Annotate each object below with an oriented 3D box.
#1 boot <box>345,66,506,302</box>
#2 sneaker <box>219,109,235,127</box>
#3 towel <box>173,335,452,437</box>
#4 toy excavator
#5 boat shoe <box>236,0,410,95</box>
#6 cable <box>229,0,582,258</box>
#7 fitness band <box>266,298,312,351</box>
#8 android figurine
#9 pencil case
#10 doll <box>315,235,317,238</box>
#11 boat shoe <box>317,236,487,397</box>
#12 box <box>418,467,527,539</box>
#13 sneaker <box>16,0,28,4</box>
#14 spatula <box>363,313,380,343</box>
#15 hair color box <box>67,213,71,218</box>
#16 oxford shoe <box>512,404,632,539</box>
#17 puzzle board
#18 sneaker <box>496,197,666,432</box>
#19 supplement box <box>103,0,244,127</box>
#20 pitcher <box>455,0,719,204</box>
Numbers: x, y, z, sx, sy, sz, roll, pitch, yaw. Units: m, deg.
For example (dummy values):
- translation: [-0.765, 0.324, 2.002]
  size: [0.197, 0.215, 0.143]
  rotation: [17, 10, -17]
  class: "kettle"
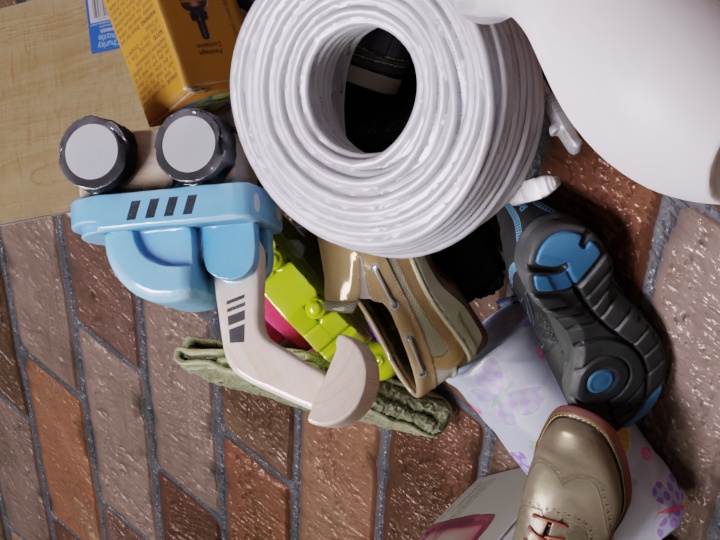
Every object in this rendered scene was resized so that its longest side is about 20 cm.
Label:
- translation: [0.045, -0.051, 1.538]
  size: [0.163, 0.073, 0.198]
  rotation: [58, 160, -18]
  class: "boot"
- translation: [-0.089, -0.147, 1.584]
  size: [0.201, 0.070, 0.080]
  rotation: [63, 149, 5]
  class: "sneaker"
- translation: [-0.036, 0.090, 1.782]
  size: [0.148, 0.037, 0.200]
  rotation: [7, 171, 39]
  class: "towel"
- translation: [-0.087, 0.002, 1.457]
  size: [0.194, 0.201, 0.100]
  rotation: [-4, 174, 14]
  class: "toy excavator"
- translation: [-0.035, -0.180, 1.513]
  size: [0.073, 0.063, 0.200]
  rotation: [7, -158, -47]
  class: "boat shoe"
- translation: [0.013, -0.106, 1.393]
  size: [0.200, 0.069, 0.201]
  rotation: [-29, 80, 30]
  class: "cable"
- translation: [-0.101, -0.004, 1.815]
  size: [0.200, 0.037, 0.144]
  rotation: [43, 173, 47]
  class: "fitness band"
- translation: [-0.037, 0.011, 1.693]
  size: [0.182, 0.041, 0.200]
  rotation: [49, -175, 6]
  class: "android figurine"
- translation: [0.142, 0.116, 1.618]
  size: [0.200, 0.083, 0.091]
  rotation: [50, 141, -10]
  class: "pencil case"
- translation: [-0.037, -0.058, 1.680]
  size: [0.200, 0.048, 0.136]
  rotation: [48, 168, 2]
  class: "doll"
- translation: [0.004, -0.001, 1.509]
  size: [0.200, 0.076, 0.072]
  rotation: [53, 162, -17]
  class: "boat shoe"
- translation: [0.133, 0.230, 1.760]
  size: [0.128, 0.109, 0.200]
  rotation: [49, 159, -5]
  class: "box"
- translation: [-0.193, -0.184, 1.715]
  size: [0.200, 0.071, 0.099]
  rotation: [15, 146, 55]
  class: "sneaker"
- translation: [0.000, 0.000, 1.607]
  size: [0.057, 0.020, 0.200]
  rotation: [-116, 2, -56]
  class: "spatula"
- translation: [-0.203, -0.089, 1.742]
  size: [0.109, 0.065, 0.200]
  rotation: [49, 168, -9]
  class: "hair color box"
- translation: [0.136, 0.179, 1.558]
  size: [0.070, 0.075, 0.201]
  rotation: [19, 133, 20]
  class: "oxford shoe"
- translation: [-0.190, -0.119, 1.600]
  size: [0.199, 0.017, 0.151]
  rotation: [-9, 87, 30]
  class: "puzzle board"
- translation: [0.145, 0.025, 1.522]
  size: [0.082, 0.073, 0.200]
  rotation: [57, 172, 50]
  class: "sneaker"
- translation: [-0.133, -0.198, 1.506]
  size: [0.069, 0.066, 0.201]
  rotation: [-36, 71, 50]
  class: "supplement box"
- translation: [0.147, -0.144, 1.203]
  size: [0.200, 0.121, 0.172]
  rotation: [46, 148, 31]
  class: "pitcher"
